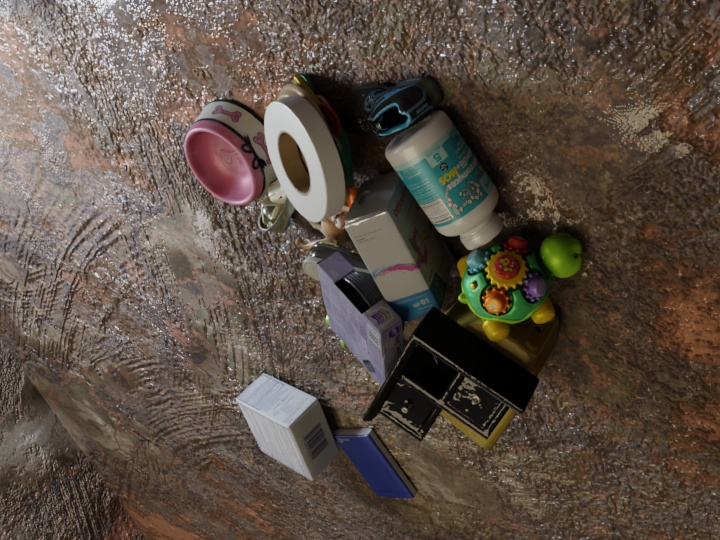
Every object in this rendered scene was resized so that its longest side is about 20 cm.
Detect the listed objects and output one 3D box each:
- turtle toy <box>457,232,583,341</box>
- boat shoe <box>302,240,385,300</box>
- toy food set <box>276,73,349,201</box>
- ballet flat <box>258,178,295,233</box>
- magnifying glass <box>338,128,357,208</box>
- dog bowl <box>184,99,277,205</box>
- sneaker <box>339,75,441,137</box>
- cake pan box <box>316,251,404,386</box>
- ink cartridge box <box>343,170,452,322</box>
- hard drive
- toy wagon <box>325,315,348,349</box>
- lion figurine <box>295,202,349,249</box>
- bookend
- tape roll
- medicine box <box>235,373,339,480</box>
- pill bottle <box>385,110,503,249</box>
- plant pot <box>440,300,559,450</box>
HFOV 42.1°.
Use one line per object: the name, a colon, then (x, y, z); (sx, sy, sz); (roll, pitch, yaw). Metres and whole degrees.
turtle toy: (0.239, 0.006, 1.405); (0.101, 0.198, 0.147); (75, 173, -63)
boat shoe: (0.000, -0.002, 1.642); (0.199, 0.061, 0.072); (16, 145, 12)
toy food set: (-0.078, -0.211, 1.522); (0.201, 0.048, 0.199); (55, 155, 26)
ballet flat: (-0.145, -0.127, 1.698); (0.063, 0.068, 0.200); (0, 152, -19)
magnifying glass: (-0.024, -0.161, 1.547); (0.079, 0.022, 0.202); (21, 129, 66)
dog bowl: (-0.236, -0.206, 1.706); (0.199, 0.074, 0.201); (25, 141, 22)
sneaker: (0.027, -0.240, 1.413); (0.199, 0.082, 0.074); (-9, 123, 49)
cake pan box: (0.003, 0.087, 1.581); (0.184, 0.052, 0.201); (44, 158, 33)
ink cartridge box: (0.065, -0.042, 1.516); (0.084, 0.145, 0.201); (-19, 117, 25)
hard drive: (0.032, 0.450, 2.182); (0.131, 0.025, 0.201); (-11, 119, 49)
toy wagon: (0.019, 0.148, 1.847); (0.154, 0.040, 0.201); (17, 149, 44)
lion figurine: (-0.050, -0.079, 1.680); (0.121, 0.073, 0.200); (26, 157, 8)
bookend: (0.136, 0.199, 1.450); (0.198, 0.092, 0.201); (34, 126, 8)
tape roll: (-0.090, -0.175, 1.474); (0.203, 0.037, 0.204); (48, 152, 36)
medicine box: (-0.171, 0.364, 2.199); (0.199, 0.103, 0.184); (19, 140, 42)
pill bottle: (0.133, -0.130, 1.403); (0.110, 0.111, 0.201); (-17, 116, 50)
plant pot: (0.217, 0.128, 1.539); (0.194, 0.196, 0.201); (37, 134, 6)
